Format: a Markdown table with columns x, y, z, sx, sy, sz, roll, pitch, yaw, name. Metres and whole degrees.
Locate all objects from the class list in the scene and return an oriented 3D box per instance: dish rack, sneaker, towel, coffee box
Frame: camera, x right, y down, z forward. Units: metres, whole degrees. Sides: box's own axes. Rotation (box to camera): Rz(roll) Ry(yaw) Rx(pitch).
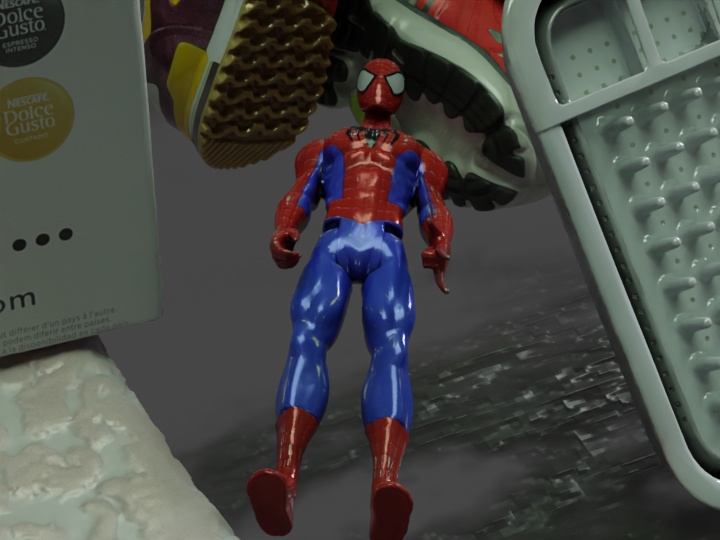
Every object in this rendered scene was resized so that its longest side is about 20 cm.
| x | y | z | sx | sy | sz | roll | pitch | yaw | name |
| --- | --- | --- | --- | --- | --- | --- | --- | --- | --- |
| 0.139 | -0.031 | 0.788 | 0.171 | 0.044 | 0.201 | -23 | 92 | -24 | dish rack |
| -0.040 | -0.140 | 0.847 | 0.075 | 0.201 | 0.090 | -6 | 41 | -45 | sneaker |
| -0.136 | 0.097 | 0.705 | 0.190 | 0.032 | 0.200 | -20 | 49 | -24 | towel |
| 0.023 | -0.095 | 0.909 | 0.085 | 0.077 | 0.200 | -18 | 53 | -38 | sneaker |
| -0.195 | -0.094 | 0.761 | 0.199 | 0.199 | 0.200 | -13 | 36 | -18 | coffee box |

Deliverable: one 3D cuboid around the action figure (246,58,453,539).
| x | y | z | sx | sy | sz | roll | pitch | yaw | name |
| --- | --- | --- | --- | --- | --- | --- | --- | --- | --- |
| 0.000 | 0.000 | 0.795 | 0.065 | 0.052 | 0.201 | 2 | 48 | 4 | action figure |
